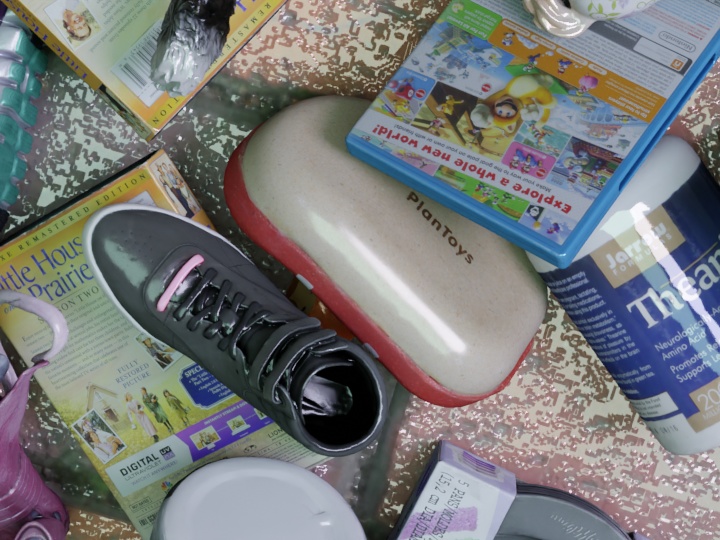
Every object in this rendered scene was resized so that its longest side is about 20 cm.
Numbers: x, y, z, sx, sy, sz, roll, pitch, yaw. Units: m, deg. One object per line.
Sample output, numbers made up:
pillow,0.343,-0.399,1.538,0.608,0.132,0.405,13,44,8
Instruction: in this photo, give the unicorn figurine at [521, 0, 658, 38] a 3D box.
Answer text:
unicorn figurine,0.170,-0.180,1.307,0.200,0.074,0.137,-24,81,32

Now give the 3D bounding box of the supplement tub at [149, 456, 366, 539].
supplement tub,-0.074,0.211,1.422,0.122,0.123,0.200,17,132,0

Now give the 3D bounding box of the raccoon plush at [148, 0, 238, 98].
raccoon plush,-0.030,-0.171,1.360,0.134,0.097,0.200,20,90,-20

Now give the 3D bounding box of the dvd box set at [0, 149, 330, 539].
dvd box set,-0.119,0.047,1.437,0.146,0.029,0.200,-29,100,27

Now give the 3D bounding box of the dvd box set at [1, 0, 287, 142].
dvd box set,-0.139,-0.191,1.384,0.200,0.029,0.146,44,73,-6

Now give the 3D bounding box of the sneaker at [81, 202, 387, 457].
sneaker,-0.060,0.030,1.339,0.200,0.099,0.071,40,80,-12

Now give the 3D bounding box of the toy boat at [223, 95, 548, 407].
toy boat,0.000,0.000,1.415,0.200,0.131,0.131,46,130,-6

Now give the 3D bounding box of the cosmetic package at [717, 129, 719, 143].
cosmetic package,0.257,-0.034,1.333,0.087,0.200,0.103,-26,99,8

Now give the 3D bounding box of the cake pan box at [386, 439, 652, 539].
cake pan box,0.089,0.221,1.479,0.184,0.052,0.200,27,103,-4

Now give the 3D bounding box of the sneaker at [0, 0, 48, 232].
sneaker,-0.231,-0.097,1.410,0.088,0.074,0.200,12,77,12

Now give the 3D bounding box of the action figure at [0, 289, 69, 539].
action figure,-0.219,0.116,1.453,0.149,0.134,0.200,-49,136,-21

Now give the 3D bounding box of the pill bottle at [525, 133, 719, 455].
pill bottle,0.162,-0.005,1.392,0.111,0.111,0.200,-34,98,10

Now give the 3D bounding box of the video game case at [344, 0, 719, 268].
video game case,0.106,-0.111,1.344,0.143,0.018,0.200,30,71,23
